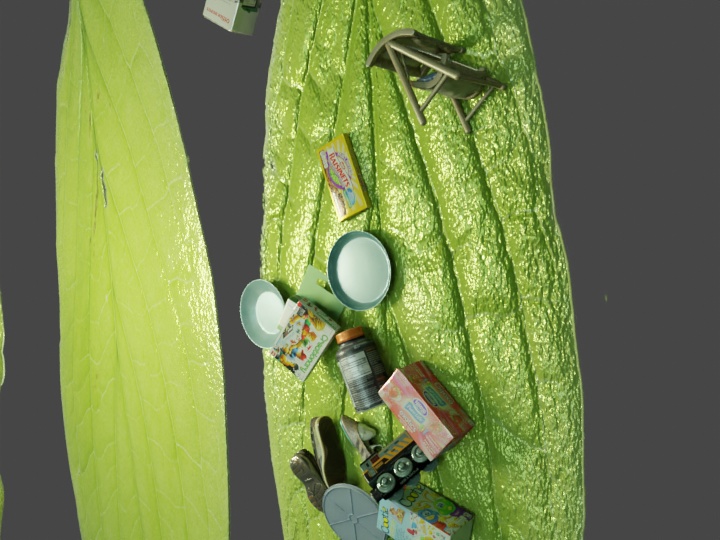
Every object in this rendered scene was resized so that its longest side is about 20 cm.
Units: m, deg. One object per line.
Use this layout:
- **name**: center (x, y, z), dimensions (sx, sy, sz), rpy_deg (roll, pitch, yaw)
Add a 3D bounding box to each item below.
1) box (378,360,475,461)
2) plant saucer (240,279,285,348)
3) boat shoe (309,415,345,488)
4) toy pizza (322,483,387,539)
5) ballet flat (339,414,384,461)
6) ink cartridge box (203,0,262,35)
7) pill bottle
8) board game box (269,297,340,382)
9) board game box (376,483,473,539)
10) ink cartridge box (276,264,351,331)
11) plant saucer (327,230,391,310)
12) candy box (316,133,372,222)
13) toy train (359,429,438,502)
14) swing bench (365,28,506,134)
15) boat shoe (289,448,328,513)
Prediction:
- **box**: center (0.150, 0.319, 1.421), dimensions (0.200, 0.102, 0.095), rpy_deg (50, 124, 25)
- **plant saucer**: center (-0.271, 0.124, 1.790), dimensions (0.200, 0.039, 0.202), rpy_deg (7, 101, 39)
- **boat shoe**: center (-0.092, 0.492, 1.675), dimensions (0.065, 0.073, 0.201), rpy_deg (-9, 89, 54)
- **toy pizza**: center (-0.012, 0.646, 1.628), dimensions (0.199, 0.032, 0.201), rpy_deg (12, 114, 28)
- **ballet flat**: center (0.022, 0.448, 1.580), dimensions (0.067, 0.068, 0.201), rpy_deg (-35, 78, 17)
- **ink cartridge box**: center (-0.341, -0.773, 1.699), dimensions (0.146, 0.084, 0.201), rpy_deg (38, 119, 30)
- **pill bottle**: center (0.004, 0.242, 1.531), dimensions (0.106, 0.106, 0.201), rpy_deg (-29, 77, 39)
- **board game box**: center (-0.149, 0.184, 1.628), dimensions (0.126, 0.035, 0.200), rpy_deg (38, 120, 11)
- **board game box**: center (0.150, 0.591, 1.453), dimensions (0.199, 0.103, 0.105), rpy_deg (20, 113, 36)
- **ink cartridge box**: center (-0.126, 0.107, 1.640), dimensions (0.145, 0.048, 0.201), rpy_deg (32, 118, 15)
- **plant saucer**: center (0.000, 0.000, 1.548), dimensions (0.199, 0.027, 0.201), rpy_deg (4, 96, 36)
- **candy box**: center (-0.043, -0.234, 1.559), dimensions (0.102, 0.026, 0.201), rpy_deg (-24, 81, 36)
- **toy train**: center (0.092, 0.451, 1.450), dimensions (0.200, 0.085, 0.114), rpy_deg (-39, 44, -5)
- **swing bench**: center (0.154, -0.399, 1.259), dimensions (0.200, 0.198, 0.130), rpy_deg (53, 125, 20)
- **boat shoe**: center (-0.117, 0.577, 1.701), dimensions (0.074, 0.073, 0.201), rpy_deg (-22, 102, 27)
